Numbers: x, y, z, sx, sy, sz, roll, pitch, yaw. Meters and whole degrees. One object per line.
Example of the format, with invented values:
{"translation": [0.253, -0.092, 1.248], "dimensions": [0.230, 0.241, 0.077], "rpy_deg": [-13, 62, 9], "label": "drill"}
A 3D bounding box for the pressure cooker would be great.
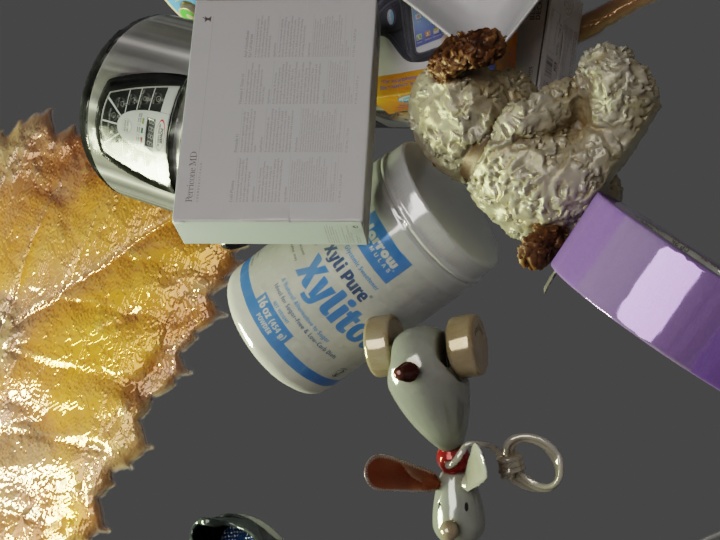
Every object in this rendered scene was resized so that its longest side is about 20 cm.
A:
{"translation": [-0.124, -0.130, 1.452], "dimensions": [0.200, 0.176, 0.179], "rpy_deg": [19, 66, 32], "label": "pressure cooker"}

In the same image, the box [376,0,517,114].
{"translation": [0.072, -0.235, 1.359], "dimensions": [0.119, 0.041, 0.201], "rpy_deg": [-6, 73, 30], "label": "box"}

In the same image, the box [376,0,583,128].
{"translation": [0.081, -0.183, 1.401], "dimensions": [0.200, 0.060, 0.117], "rpy_deg": [3, 81, 32], "label": "box"}

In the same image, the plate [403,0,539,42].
{"translation": [0.096, -0.288, 1.317], "dimensions": [0.200, 0.032, 0.200], "rpy_deg": [40, 90, 24], "label": "plate"}

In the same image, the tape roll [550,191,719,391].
{"translation": [0.236, 0.024, 1.176], "dimensions": [0.200, 0.200, 0.066], "rpy_deg": [40, 101, 32], "label": "tape roll"}

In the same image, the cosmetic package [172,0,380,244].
{"translation": [-0.064, -0.120, 1.311], "dimensions": [0.150, 0.052, 0.201], "rpy_deg": [2, 68, 6], "label": "cosmetic package"}

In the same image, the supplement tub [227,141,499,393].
{"translation": [0.000, 0.000, 1.371], "dimensions": [0.200, 0.132, 0.132], "rpy_deg": [-37, 63, 21], "label": "supplement tub"}

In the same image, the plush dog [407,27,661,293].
{"translation": [0.110, -0.094, 1.253], "dimensions": [0.172, 0.200, 0.160], "rpy_deg": [36, 61, 16], "label": "plush dog"}

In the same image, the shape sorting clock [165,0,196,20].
{"translation": [-0.110, -0.246, 1.460], "dimensions": [0.200, 0.200, 0.039], "rpy_deg": [10, 62, 33], "label": "shape sorting clock"}

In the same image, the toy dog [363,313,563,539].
{"translation": [0.059, 0.125, 1.284], "dimensions": [0.132, 0.096, 0.200], "rpy_deg": [-28, 94, 27], "label": "toy dog"}

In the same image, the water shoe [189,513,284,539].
{"translation": [-0.064, 0.268, 1.383], "dimensions": [0.200, 0.079, 0.072], "rpy_deg": [23, 92, 33], "label": "water shoe"}
